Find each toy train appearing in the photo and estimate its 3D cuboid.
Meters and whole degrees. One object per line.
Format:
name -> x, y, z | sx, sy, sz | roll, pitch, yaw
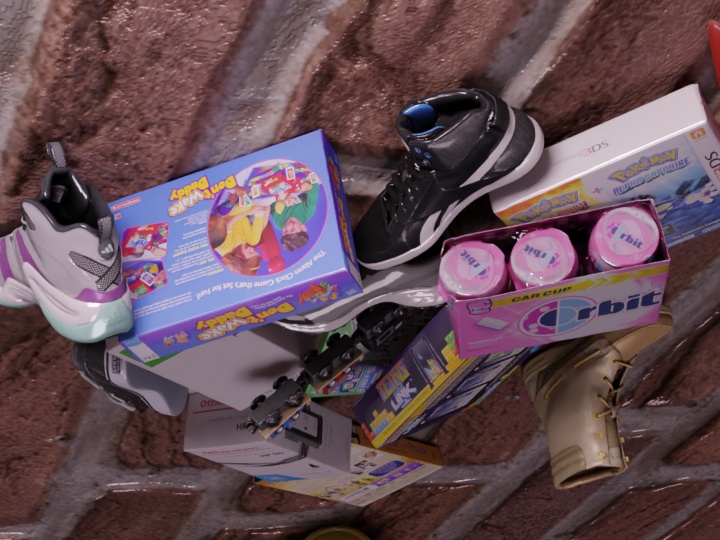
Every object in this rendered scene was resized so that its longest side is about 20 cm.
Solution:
toy train -> -0.030, 0.091, 1.343 | 0.199, 0.034, 0.046 | -39, 149, -19

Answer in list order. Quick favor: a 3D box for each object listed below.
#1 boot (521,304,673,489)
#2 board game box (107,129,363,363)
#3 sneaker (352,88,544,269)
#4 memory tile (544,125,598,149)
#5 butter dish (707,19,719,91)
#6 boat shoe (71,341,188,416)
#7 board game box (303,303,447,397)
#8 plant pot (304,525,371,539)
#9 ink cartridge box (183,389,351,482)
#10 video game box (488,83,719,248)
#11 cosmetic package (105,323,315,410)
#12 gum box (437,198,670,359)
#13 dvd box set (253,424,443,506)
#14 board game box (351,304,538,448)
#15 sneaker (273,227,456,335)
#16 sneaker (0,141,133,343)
boot -> 0.271, 0.137, 1.543 | 0.199, 0.157, 0.072 | -32, 144, 33
board game box -> -0.106, -0.019, 1.166 | 0.198, 0.136, 0.045 | -17, 150, 12
sneaker -> 0.045, -0.085, 1.180 | 0.199, 0.074, 0.111 | -36, 140, 23
memory tile -> 0.243, -0.079, 1.305 | 0.152, 0.017, 0.200 | -21, 149, 17
butter dish -> 0.392, -0.130, 1.140 | 0.147, 0.200, 0.200 | -38, 147, 0
boat shoe -> -0.223, 0.099, 1.386 | 0.067, 0.075, 0.199 | 4, 172, 14
board game box -> 0.019, 0.072, 1.474 | 0.133, 0.029, 0.201 | -1, 149, -15
plant pot -> -0.030, 0.438, 1.955 | 0.197, 0.201, 0.144 | -7, 123, -8
ink cartridge box -> -0.110, 0.172, 1.535 | 0.115, 0.069, 0.199 | -11, 154, 33
video game box -> 0.236, -0.068, 1.261 | 0.198, 0.047, 0.182 | -23, 145, 20
cosmetic package -> -0.138, 0.050, 1.325 | 0.107, 0.086, 0.199 | -29, 145, 23
gum box -> 0.165, 0.010, 1.256 | 0.197, 0.067, 0.114 | -11, 151, 0
dvd box set -> -0.014, 0.240, 1.747 | 0.146, 0.030, 0.199 | -32, 145, 33
board game box -> 0.104, 0.088, 1.439 | 0.164, 0.057, 0.200 | -16, 156, -42
sneaker -> 0.000, 0.000, 1.312 | 0.197, 0.075, 0.080 | -14, 142, -8
sneaker -> -0.252, -0.037, 1.141 | 0.077, 0.198, 0.142 | -21, 119, -44
